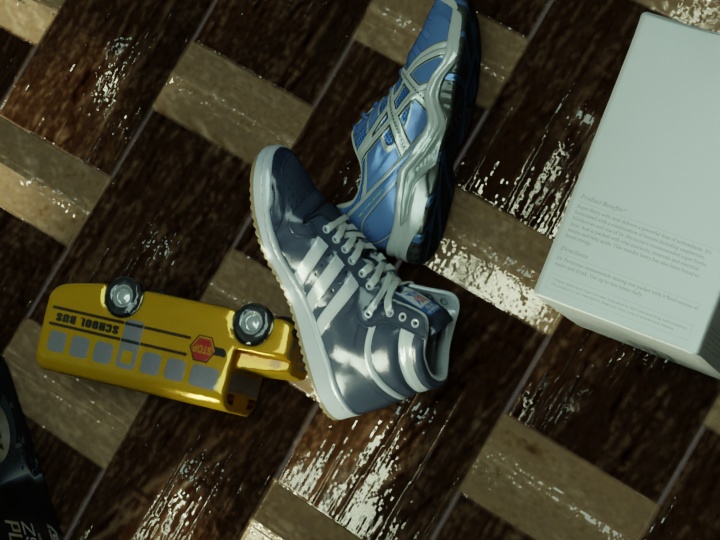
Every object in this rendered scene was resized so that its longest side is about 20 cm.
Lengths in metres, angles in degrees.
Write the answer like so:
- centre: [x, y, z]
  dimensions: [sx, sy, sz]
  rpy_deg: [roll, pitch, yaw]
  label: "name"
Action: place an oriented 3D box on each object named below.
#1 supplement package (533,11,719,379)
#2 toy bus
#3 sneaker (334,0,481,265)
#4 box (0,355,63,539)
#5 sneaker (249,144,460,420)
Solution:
- centre: [0.217, -0.047, 1.313]
  dimensions: [0.120, 0.120, 0.201]
  rpy_deg: [21, 87, 24]
  label: "supplement package"
- centre: [-0.133, 0.055, 1.451]
  dimensions: [0.198, 0.065, 0.079]
  rpy_deg: [11, 83, 22]
  label: "toy bus"
- centre: [0.035, -0.109, 1.417]
  dimensions: [0.076, 0.076, 0.202]
  rpy_deg: [13, 83, 18]
  label: "sneaker"
- centre: [-0.304, 0.155, 1.441]
  dimensions: [0.086, 0.164, 0.201]
  rpy_deg: [-26, 70, 13]
  label: "box"
- centre: [0.000, 0.000, 1.378]
  dimensions: [0.108, 0.070, 0.202]
  rpy_deg: [-13, 102, 29]
  label: "sneaker"
